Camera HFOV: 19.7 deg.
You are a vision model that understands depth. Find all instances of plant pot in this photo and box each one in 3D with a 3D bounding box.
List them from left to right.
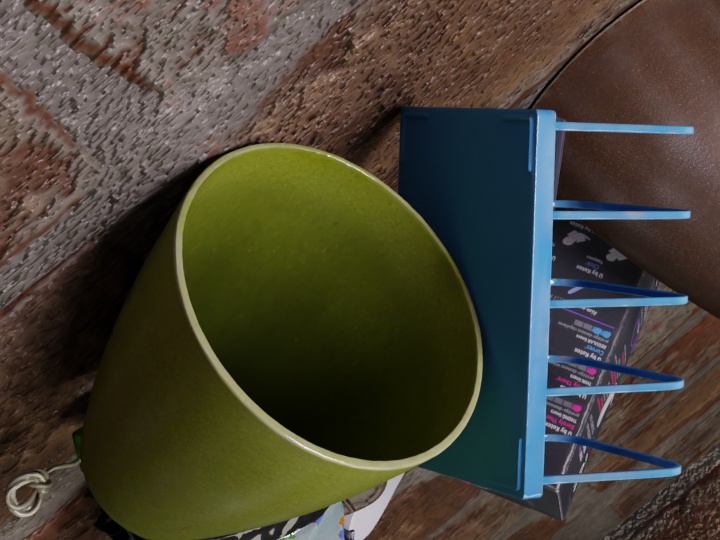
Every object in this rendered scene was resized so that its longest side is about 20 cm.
[{"bbox_3d":[-0.067,0.064,1.118,0.186,0.188,0.200,-21,165,-46],"label":"plant pot"},{"bbox_3d":[0.233,-0.060,1.360,0.186,0.200,0.187,-35,163,-13],"label":"plant pot"}]

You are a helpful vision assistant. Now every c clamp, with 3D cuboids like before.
[{"bbox_3d":[0.000,0.000,1.233,0.199,0.027,0.172,1,131,-38],"label":"c clamp"}]

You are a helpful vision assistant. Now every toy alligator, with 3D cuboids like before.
[{"bbox_3d":[-0.134,0.091,1.240,0.199,0.060,0.054,-24,-159,-29],"label":"toy alligator"}]

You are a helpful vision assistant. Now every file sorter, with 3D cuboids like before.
[{"bbox_3d":[0.103,0.012,1.156,0.122,0.202,0.138,-1,-175,-30],"label":"file sorter"}]

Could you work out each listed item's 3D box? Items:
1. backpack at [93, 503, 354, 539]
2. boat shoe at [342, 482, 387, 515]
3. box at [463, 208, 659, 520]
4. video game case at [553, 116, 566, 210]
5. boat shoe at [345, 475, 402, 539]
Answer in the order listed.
[{"bbox_3d":[-0.078,0.210,1.375,0.166,0.127,0.201,-16,123,-17],"label":"backpack"},{"bbox_3d":[-0.083,0.153,1.466,0.198,0.076,0.072,-10,121,-21],"label":"boat shoe"},{"bbox_3d":[0.132,0.059,1.477,0.122,0.105,0.201,67,45,-71],"label":"box"},{"bbox_3d":[0.082,0.009,1.351,0.200,0.019,0.144,124,-20,-56],"label":"video game case"},{"bbox_3d":[0.018,0.104,1.564,0.201,0.067,0.072,-60,156,-5],"label":"boat shoe"}]
